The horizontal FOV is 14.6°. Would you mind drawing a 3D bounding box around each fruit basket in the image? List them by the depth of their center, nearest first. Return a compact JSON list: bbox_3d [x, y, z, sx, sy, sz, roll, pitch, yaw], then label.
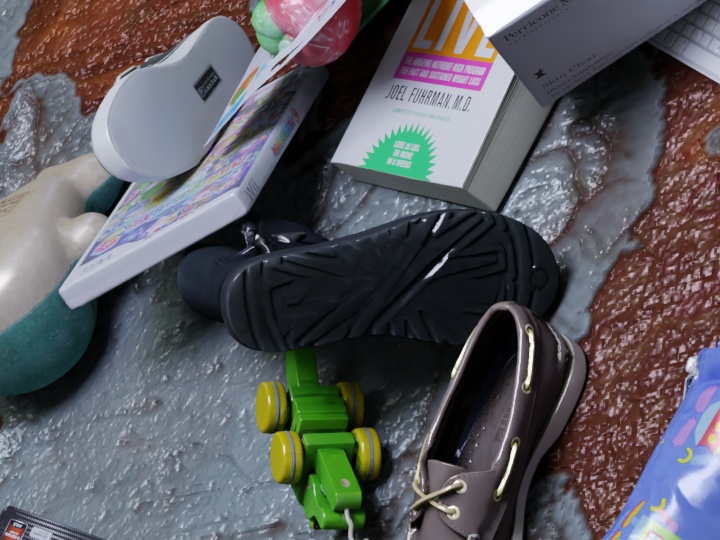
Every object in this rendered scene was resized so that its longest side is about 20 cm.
[{"bbox_3d":[-0.023,-0.186,1.750,0.185,0.094,0.200,-42,10,41],"label":"fruit basket"}]

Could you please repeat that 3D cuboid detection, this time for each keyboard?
[{"bbox_3d":[0.230,-0.121,1.581,0.056,0.011,0.200,-52,40,0],"label":"keyboard"}]

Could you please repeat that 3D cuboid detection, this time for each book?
[{"bbox_3d":[0.074,-0.139,1.721,0.133,0.048,0.201,14,75,50],"label":"book"}]

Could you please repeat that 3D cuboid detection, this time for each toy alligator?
[{"bbox_3d":[-0.020,0.120,1.613,0.200,0.059,0.054,-110,26,-46],"label":"toy alligator"}]

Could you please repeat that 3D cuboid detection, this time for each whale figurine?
[{"bbox_3d":[-0.213,0.004,1.863,0.159,0.104,0.200,-18,27,35],"label":"whale figurine"}]

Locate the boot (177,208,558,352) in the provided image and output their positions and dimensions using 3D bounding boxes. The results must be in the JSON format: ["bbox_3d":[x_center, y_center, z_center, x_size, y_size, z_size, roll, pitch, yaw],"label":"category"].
[{"bbox_3d":[0.000,0.000,1.647,0.168,0.199,0.077,-147,50,-76],"label":"boot"}]

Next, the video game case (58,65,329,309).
[{"bbox_3d":[-0.102,-0.057,1.774,0.143,0.018,0.200,-28,18,26],"label":"video game case"}]

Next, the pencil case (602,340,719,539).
[{"bbox_3d":[0.166,0.126,1.407,0.087,0.078,0.200,28,81,20],"label":"pencil case"}]

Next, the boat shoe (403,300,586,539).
[{"bbox_3d":[0.059,0.114,1.534,0.072,0.059,0.201,9,69,46],"label":"boat shoe"}]

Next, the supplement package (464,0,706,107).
[{"bbox_3d":[0.137,-0.223,1.609,0.200,0.111,0.156,-33,63,9],"label":"supplement package"}]

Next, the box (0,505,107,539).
[{"bbox_3d":[-0.178,0.238,1.681,0.200,0.044,0.161,13,71,48],"label":"box"}]

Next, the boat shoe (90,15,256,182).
[{"bbox_3d":[-0.129,-0.100,1.806,0.064,0.071,0.200,-26,11,29],"label":"boat shoe"}]
